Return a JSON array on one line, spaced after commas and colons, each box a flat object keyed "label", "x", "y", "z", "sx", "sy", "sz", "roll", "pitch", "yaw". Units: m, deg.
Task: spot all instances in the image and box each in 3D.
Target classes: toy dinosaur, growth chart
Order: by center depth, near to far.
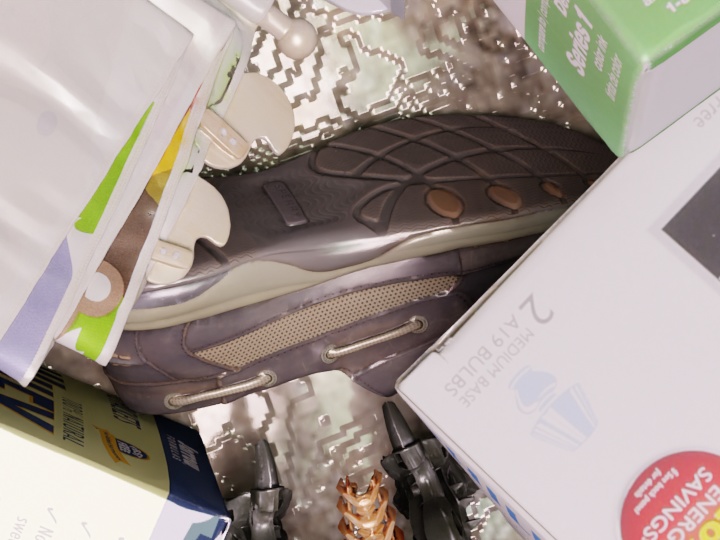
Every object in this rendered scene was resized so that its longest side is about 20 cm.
[{"label": "growth chart", "x": -0.104, "y": -0.041, "z": 0.859, "sx": 0.145, "sy": 0.018, "sz": 0.200, "roll": 43, "pitch": 63, "yaw": -17}, {"label": "toy dinosaur", "x": 0.014, "y": 0.124, "z": 0.939, "sx": 0.101, "sy": 0.136, "sz": 0.201, "roll": -2, "pitch": 141, "yaw": -22}]

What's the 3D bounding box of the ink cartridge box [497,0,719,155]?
[{"label": "ink cartridge box", "x": 0.071, "y": -0.160, "z": 0.786, "sx": 0.144, "sy": 0.084, "sz": 0.200, "roll": -35, "pitch": 77, "yaw": -7}]

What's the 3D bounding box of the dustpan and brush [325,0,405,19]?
[{"label": "dustpan and brush", "x": -0.067, "y": -0.164, "z": 0.914, "sx": 0.057, "sy": 0.140, "sz": 0.200, "roll": -35, "pitch": 76, "yaw": -7}]

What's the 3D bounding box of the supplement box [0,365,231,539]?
[{"label": "supplement box", "x": -0.175, "y": 0.116, "z": 0.918, "sx": 0.199, "sy": 0.134, "sz": 0.201, "roll": 24, "pitch": 95, "yaw": -10}]

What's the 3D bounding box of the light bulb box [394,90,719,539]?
[{"label": "light bulb box", "x": 0.134, "y": 0.029, "z": 0.889, "sx": 0.125, "sy": 0.200, "sz": 0.198, "roll": 43, "pitch": 86, "yaw": 19}]

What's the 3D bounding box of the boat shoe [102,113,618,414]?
[{"label": "boat shoe", "x": 0.000, "y": 0.000, "z": 0.965, "sx": 0.199, "sy": 0.075, "sz": 0.074, "roll": -11, "pitch": 125, "yaw": -10}]
